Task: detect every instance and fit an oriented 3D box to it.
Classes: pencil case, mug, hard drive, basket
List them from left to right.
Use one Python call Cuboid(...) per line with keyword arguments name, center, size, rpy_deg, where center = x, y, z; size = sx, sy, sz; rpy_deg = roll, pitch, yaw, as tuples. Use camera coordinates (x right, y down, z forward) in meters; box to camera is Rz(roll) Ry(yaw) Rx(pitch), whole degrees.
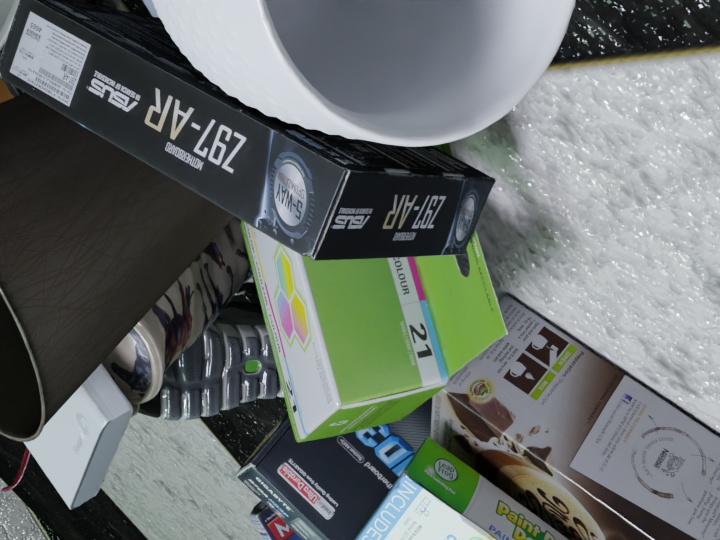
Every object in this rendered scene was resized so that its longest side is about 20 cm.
Cuboid(name="hard drive", center=(-0.222, 0.043, 0.968), size=(0.201, 0.026, 0.132), rpy_deg=(52, 146, 14))
Cuboid(name="basket", center=(-0.161, -0.036, 0.861), size=(0.135, 0.200, 0.182), rpy_deg=(8, 129, 43))
Cuboid(name="pencil case", center=(-0.122, 0.012, 1.004), size=(0.077, 0.200, 0.090), rpy_deg=(-9, 114, 29))
Cuboid(name="mug", center=(-0.036, -0.142, 0.622), size=(0.198, 0.149, 0.175), rpy_deg=(20, 180, -30))

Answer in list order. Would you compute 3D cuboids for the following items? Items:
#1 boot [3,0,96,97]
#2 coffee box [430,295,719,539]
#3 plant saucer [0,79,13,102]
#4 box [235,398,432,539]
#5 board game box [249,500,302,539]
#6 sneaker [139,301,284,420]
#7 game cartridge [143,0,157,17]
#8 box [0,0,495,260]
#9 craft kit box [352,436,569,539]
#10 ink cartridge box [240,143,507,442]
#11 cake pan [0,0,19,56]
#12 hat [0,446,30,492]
Cuboid(name="boot", center=(-0.184, -0.145, 0.975), size=(0.211, 0.080, 0.158), rpy_deg=(46, 157, -8))
Cuboid(name="coffee box", center=(0.142, 0.121, 0.913), size=(0.199, 0.080, 0.114), rpy_deg=(34, 155, 20))
Cuboid(name="plant saucer", center=(-0.223, -0.093, 1.188), size=(0.199, 0.037, 0.201), rpy_deg=(36, 156, 18))
Cuboid(name="box", center=(0.039, 0.143, 1.019), size=(0.200, 0.159, 0.046), rpy_deg=(44, 156, -3))
Cuboid(name="board game box", center=(0.017, 0.164, 1.103), size=(0.201, 0.199, 0.062), rpy_deg=(58, 155, -2))
Cuboid(name="sneaker", center=(-0.120, 0.062, 1.140), size=(0.115, 0.198, 0.076), rpy_deg=(21, 107, 60))
Cuboid(name="game cartridge", center=(-0.084, -0.170, 0.828), size=(0.133, 0.042, 0.201), rpy_deg=(22, 150, 48))
Cuboid(name="box", center=(-0.052, -0.070, 0.737), size=(0.199, 0.044, 0.160), rpy_deg=(30, -165, 24))
Cuboid(name="craft kit box", center=(0.069, 0.230, 0.930), size=(0.197, 0.049, 0.201), rpy_deg=(37, 127, 5))
Cuboid(name="ink cartridge box", center=(0.000, 0.000, 0.855), size=(0.200, 0.075, 0.150), rpy_deg=(129, 127, -68))
Cuboid(name="cake pan", center=(-0.238, -0.203, 0.875), size=(0.198, 0.036, 0.203), rpy_deg=(4, 97, 40))
Cuboid(name="hat", center=(-0.205, 0.019, 1.071), size=(0.164, 0.177, 0.201), rpy_deg=(-8, 131, 22))
